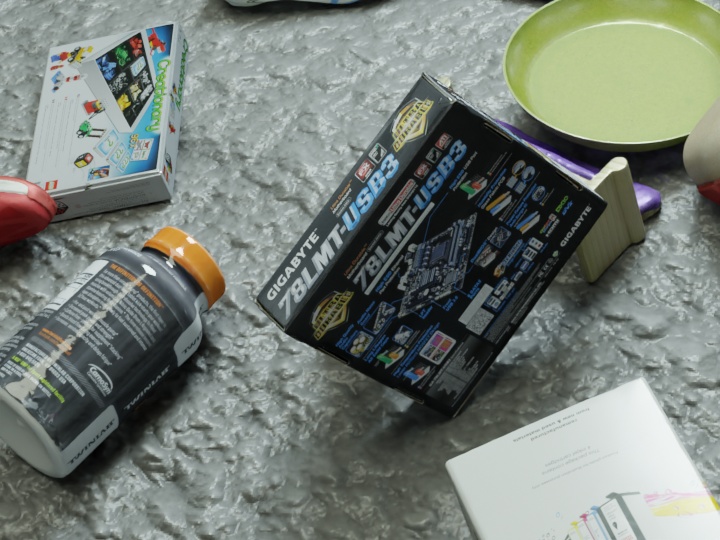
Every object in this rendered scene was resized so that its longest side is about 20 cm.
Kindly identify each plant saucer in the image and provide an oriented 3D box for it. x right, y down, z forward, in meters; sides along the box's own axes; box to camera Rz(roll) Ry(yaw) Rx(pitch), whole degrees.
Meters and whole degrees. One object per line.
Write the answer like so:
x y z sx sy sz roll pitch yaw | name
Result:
0.214 -0.156 1.843 0.199 0.031 0.201 -3 43 3 | plant saucer

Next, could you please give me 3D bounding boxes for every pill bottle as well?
-0.193 0.055 1.752 0.106 0.106 0.200 26 60 38 | pill bottle

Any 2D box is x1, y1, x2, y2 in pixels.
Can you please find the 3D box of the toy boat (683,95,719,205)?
0.345 -0.115 1.719 0.131 0.131 0.200 40 86 -3 | toy boat

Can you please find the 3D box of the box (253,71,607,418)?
0.053 -0.013 1.611 0.200 0.198 0.050 -54 45 7 | box

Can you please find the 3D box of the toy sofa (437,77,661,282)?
0.132 -0.081 1.782 0.200 0.083 0.098 29 63 39 | toy sofa

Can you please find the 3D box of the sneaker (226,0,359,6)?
-0.047 -0.279 2.045 0.199 0.073 0.072 -6 61 19 | sneaker

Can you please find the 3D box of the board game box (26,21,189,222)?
-0.219 -0.130 1.996 0.126 0.035 0.201 -10 45 12 | board game box

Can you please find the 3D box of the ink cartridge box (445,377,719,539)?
0.165 0.204 1.442 0.144 0.148 0.200 -23 44 -3 | ink cartridge box

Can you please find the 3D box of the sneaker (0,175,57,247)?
-0.345 -0.003 1.904 0.199 0.078 0.116 -14 51 25 | sneaker
